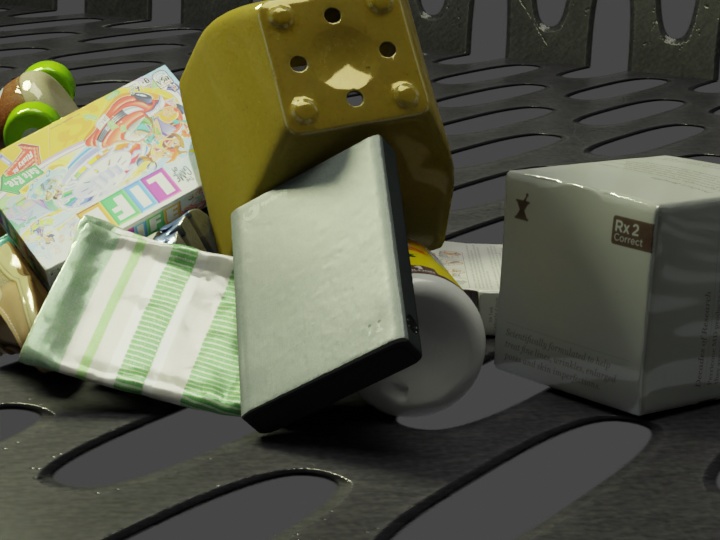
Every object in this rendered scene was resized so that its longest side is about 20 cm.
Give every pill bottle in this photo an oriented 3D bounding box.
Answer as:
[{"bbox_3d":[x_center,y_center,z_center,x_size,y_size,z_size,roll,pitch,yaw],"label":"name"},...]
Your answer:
[{"bbox_3d":[0.026,0.035,1.539,0.108,0.110,0.200,0,13,-9],"label":"pill bottle"}]

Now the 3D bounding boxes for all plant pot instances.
[{"bbox_3d":[-0.028,-0.126,1.599,0.193,0.197,0.200,-10,-18,-13],"label":"plant pot"}]

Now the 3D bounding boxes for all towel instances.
[{"bbox_3d":[-0.137,0.036,1.494,0.199,0.023,0.153,15,47,3],"label":"towel"}]

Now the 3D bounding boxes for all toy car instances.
[{"bbox_3d":[-0.342,-0.082,1.908,0.199,0.158,0.164,-31,21,9],"label":"toy car"}]

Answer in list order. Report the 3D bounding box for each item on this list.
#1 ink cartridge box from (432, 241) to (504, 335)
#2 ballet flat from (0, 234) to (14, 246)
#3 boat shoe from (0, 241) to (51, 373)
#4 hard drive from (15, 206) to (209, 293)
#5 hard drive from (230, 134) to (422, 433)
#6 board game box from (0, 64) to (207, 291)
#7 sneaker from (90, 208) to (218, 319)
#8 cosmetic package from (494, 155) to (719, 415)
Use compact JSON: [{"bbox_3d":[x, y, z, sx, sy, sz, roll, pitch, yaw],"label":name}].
[{"bbox_3d":[0.103,0.013,1.798,0.175,0.045,0.200,4,12,0],"label":"ink cartridge box"},{"bbox_3d":[-0.264,-0.020,1.795,0.199,0.073,0.073,-35,28,-20],"label":"ballet flat"},{"bbox_3d":[-0.275,0.041,1.582,0.064,0.071,0.200,-35,25,-5],"label":"boat shoe"},{"bbox_3d":[-0.208,-0.058,1.746,0.199,0.033,0.140,-22,58,-14],"label":"hard drive"},{"bbox_3d":[-0.028,0.008,1.448,0.139,0.033,0.201,-27,44,21],"label":"hard drive"},{"bbox_3d":[-0.216,-0.082,1.712,0.199,0.034,0.135,-30,61,-19],"label":"board game box"},{"bbox_3d":[-0.192,0.031,1.612,0.115,0.081,0.200,-20,20,28],"label":"sneaker"},{"bbox_3d":[0.234,0.005,1.584,0.199,0.166,0.164,-8,16,-39],"label":"cosmetic package"}]
